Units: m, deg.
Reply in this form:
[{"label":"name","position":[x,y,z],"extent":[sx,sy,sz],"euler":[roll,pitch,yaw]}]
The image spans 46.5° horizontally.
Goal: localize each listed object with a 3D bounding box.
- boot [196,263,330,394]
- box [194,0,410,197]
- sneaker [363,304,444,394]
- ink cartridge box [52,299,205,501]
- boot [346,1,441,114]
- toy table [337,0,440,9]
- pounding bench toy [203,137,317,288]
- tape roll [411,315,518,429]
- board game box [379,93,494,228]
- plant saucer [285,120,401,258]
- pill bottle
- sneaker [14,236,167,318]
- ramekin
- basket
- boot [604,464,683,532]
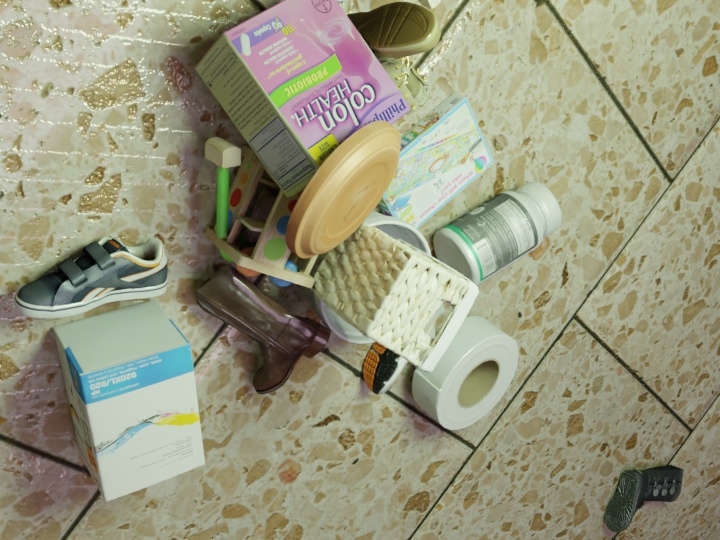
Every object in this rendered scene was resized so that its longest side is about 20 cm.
[{"label":"boot","position":[-0.173,0.087,1.231],"extent":[0.200,0.064,0.186],"euler":[32,125,-23]},{"label":"box","position":[-0.069,-0.227,1.049],"extent":[0.176,0.097,0.200],"euler":[-40,99,-34]},{"label":"sneaker","position":[0.083,0.126,1.421],"extent":[0.092,0.076,0.200],"euler":[22,99,-43]},{"label":"ink cartridge box","position":[-0.308,0.171,1.126],"extent":[0.145,0.147,0.200],"euler":[-16,119,-27]},{"label":"boot","position":[0.056,-0.278,1.131],"extent":[0.155,0.200,0.073],"euler":[40,67,-41]},{"label":"toy table","position":[0.029,-0.426,1.092],"extent":[0.200,0.117,0.184],"euler":[-51,130,-4]},{"label":"pounding bench toy","position":[-0.146,-0.076,1.133],"extent":[0.200,0.124,0.156],"euler":[19,100,-39]},{"label":"tape roll","position":[0.188,0.184,1.497],"extent":[0.202,0.071,0.203],"euler":[-25,134,-29]},{"label":"board game box","position":[0.109,-0.164,1.323],"extent":[0.200,0.034,0.135],"euler":[-41,128,-12]},{"label":"plant saucer","position":[-0.014,-0.094,1.043],"extent":[0.200,0.032,0.200],"euler":[-46,165,-16]},{"label":"pill bottle","position":[0.231,-0.063,1.403],"extent":[0.200,0.113,0.113],"euler":[-30,125,-19]},{"label":"sneaker","position":[-0.341,0.002,1.070],"extent":[0.200,0.078,0.079],"euler":[-14,124,-41]},{"label":"ramekin","position":[0.000,0.000,1.282],"extent":[0.200,0.105,0.200],"euler":[-15,120,-28]},{"label":"basket","position":[0.037,0.025,1.128],"extent":[0.123,0.200,0.136],"euler":[28,94,-33]},{"label":"boot","position":[0.698,0.557,2.053],"extent":[0.200,0.066,0.165],"euler":[5,110,-40]}]
